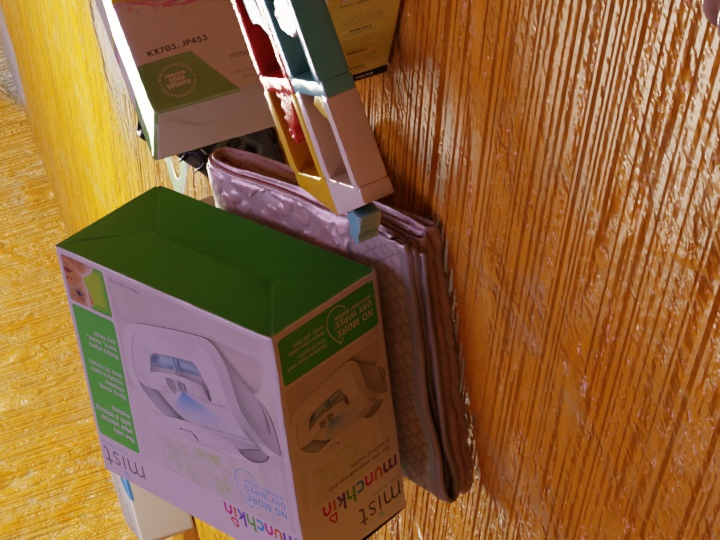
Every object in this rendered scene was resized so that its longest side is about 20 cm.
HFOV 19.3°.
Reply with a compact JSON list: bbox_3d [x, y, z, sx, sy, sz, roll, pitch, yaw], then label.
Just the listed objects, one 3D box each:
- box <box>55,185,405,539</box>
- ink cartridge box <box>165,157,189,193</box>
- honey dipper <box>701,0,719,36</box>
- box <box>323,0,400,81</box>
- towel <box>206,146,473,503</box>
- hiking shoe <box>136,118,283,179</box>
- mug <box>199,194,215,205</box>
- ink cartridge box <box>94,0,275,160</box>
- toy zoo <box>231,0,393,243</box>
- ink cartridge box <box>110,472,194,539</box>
[{"bbox_3d":[-0.078,0.065,1.316,0.199,0.096,0.178,22,131,39],"label":"box"},{"bbox_3d":[-0.166,-0.169,1.876,0.146,0.048,0.202,115,137,-72],"label":"ink cartridge box"},{"bbox_3d":[0.163,-0.021,0.618,0.038,0.038,0.201,89,158,-52],"label":"honey dipper"},{"bbox_3d":[-0.010,-0.178,1.150,0.200,0.050,0.076,100,151,-66],"label":"box"},{"bbox_3d":[-0.014,0.034,1.321,0.190,0.032,0.201,22,133,42],"label":"towel"},{"bbox_3d":[-0.121,-0.102,1.636,0.076,0.100,0.202,170,84,-78],"label":"hiking shoe"},{"bbox_3d":[-0.111,0.035,1.731,0.200,0.147,0.176,-29,86,48],"label":"mug"},{"bbox_3d":[-0.122,-0.190,1.479,0.067,0.116,0.201,99,151,-63],"label":"ink cartridge box"},{"bbox_3d":[-0.032,-0.109,1.185,0.202,0.020,0.131,70,166,-13],"label":"toy zoo"},{"bbox_3d":[-0.318,0.313,3.142,0.200,0.084,0.146,-169,63,-76],"label":"ink cartridge box"}]
